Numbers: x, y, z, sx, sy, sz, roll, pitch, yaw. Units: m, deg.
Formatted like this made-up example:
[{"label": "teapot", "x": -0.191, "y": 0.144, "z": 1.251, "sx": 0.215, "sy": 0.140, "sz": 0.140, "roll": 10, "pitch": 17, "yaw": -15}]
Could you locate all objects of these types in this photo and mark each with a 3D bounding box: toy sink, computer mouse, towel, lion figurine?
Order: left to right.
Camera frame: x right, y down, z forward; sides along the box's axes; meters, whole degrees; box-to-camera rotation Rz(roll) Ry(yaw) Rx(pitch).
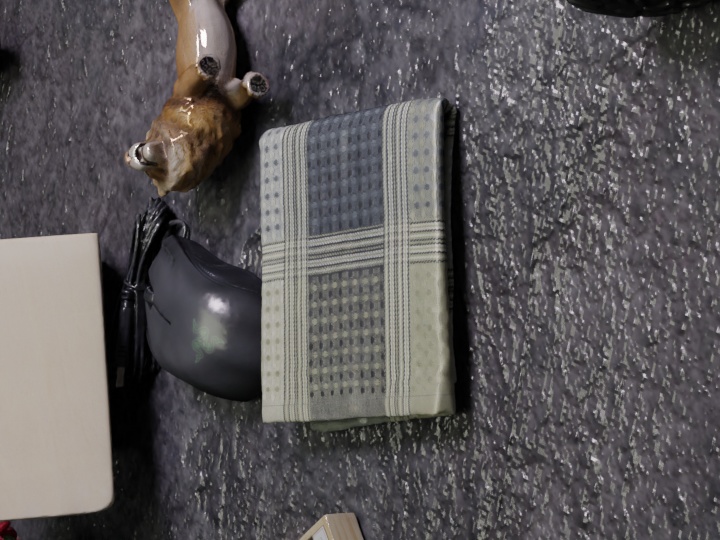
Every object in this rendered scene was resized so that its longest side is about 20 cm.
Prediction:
[{"label": "toy sink", "x": -0.246, "y": 0.084, "z": 1.647, "sx": 0.112, "sy": 0.129, "sz": 0.202, "roll": 115, "pitch": 150, "yaw": -78}, {"label": "computer mouse", "x": -0.125, "y": 0.034, "z": 1.570, "sx": 0.199, "sy": 0.052, "sz": 0.140, "roll": 23, "pitch": 106, "yaw": 52}, {"label": "lion figurine", "x": -0.108, "y": -0.157, "z": 1.553, "sx": 0.122, "sy": 0.072, "sz": 0.202, "roll": 148, "pitch": 132, "yaw": -63}, {"label": "towel", "x": 0.000, "y": 0.000, "z": 1.424, "sx": 0.192, "sy": 0.034, "sz": 0.202, "roll": -7, "pitch": 81, "yaw": 51}]

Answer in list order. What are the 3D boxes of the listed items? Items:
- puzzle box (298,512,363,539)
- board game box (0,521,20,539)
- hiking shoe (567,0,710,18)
[{"label": "puzzle box", "x": -0.016, "y": 0.272, "z": 1.432, "sx": 0.133, "sy": 0.025, "sz": 0.201, "roll": -48, "pitch": 52, "yaw": 43}, {"label": "board game box", "x": -0.230, "y": 0.234, "z": 1.659, "sx": 0.201, "sy": 0.039, "sz": 0.158, "roll": 58, "pitch": 164, "yaw": -25}, {"label": "hiking shoe", "x": 0.176, "y": -0.209, "z": 1.157, "sx": 0.200, "sy": 0.075, "sz": 0.101, "roll": -37, "pitch": 51, "yaw": 37}]
